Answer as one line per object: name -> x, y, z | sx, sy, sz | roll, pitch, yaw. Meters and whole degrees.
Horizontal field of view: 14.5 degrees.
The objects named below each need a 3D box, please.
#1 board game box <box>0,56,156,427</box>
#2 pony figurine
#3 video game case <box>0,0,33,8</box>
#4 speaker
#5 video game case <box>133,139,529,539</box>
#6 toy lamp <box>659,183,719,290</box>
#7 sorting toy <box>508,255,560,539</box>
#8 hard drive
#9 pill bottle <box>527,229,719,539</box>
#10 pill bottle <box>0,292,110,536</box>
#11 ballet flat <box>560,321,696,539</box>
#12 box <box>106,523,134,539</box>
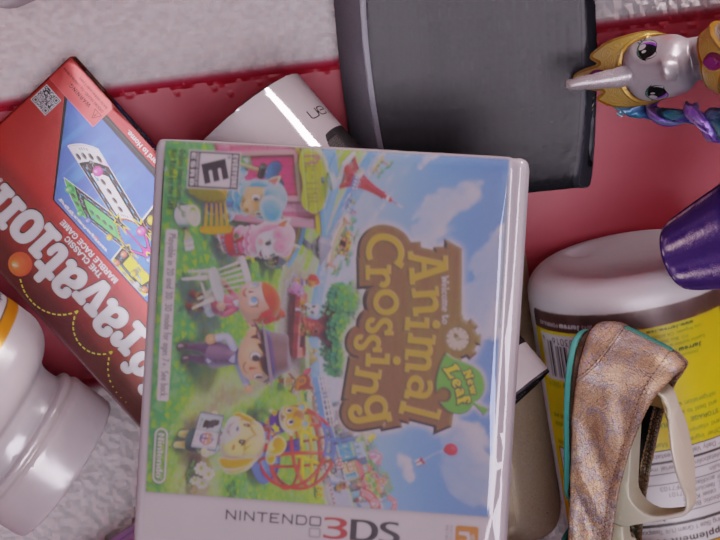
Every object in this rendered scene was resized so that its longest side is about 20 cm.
board game box -> -0.117, -0.001, 1.445 | 0.103, 0.019, 0.200 | -42, 92, 7
pony figurine -> 0.221, -0.120, 1.380 | 0.193, 0.200, 0.167 | -20, 100, -31
video game case -> -0.128, -0.243, 1.295 | 0.182, 0.023, 0.201 | -19, 89, 34
speaker -> 0.000, 0.000, 1.413 | 0.081, 0.081, 0.200 | -41, 83, 5
video game case -> -0.015, 0.041, 1.363 | 0.181, 0.022, 0.201 | 3, 90, 9
toy lamp -> 0.233, -0.035, 1.335 | 0.199, 0.058, 0.058 | -18, 107, 32
sorting toy -> -0.001, 0.069, 1.483 | 0.199, 0.036, 0.186 | -10, 104, -3
hard drive -> 0.055, -0.132, 1.435 | 0.134, 0.042, 0.201 | -5, 104, -4
pill bottle -> 0.153, 0.087, 1.465 | 0.109, 0.109, 0.201 | -11, 105, -2
pill bottle -> -0.229, 0.045, 1.417 | 0.200, 0.111, 0.111 | 35, 98, -12
ballet flat -> 0.129, 0.125, 1.388 | 0.067, 0.068, 0.201 | 10, 113, 20
box -> -0.077, 0.232, 1.470 | 0.176, 0.097, 0.200 | -31, 108, 10
